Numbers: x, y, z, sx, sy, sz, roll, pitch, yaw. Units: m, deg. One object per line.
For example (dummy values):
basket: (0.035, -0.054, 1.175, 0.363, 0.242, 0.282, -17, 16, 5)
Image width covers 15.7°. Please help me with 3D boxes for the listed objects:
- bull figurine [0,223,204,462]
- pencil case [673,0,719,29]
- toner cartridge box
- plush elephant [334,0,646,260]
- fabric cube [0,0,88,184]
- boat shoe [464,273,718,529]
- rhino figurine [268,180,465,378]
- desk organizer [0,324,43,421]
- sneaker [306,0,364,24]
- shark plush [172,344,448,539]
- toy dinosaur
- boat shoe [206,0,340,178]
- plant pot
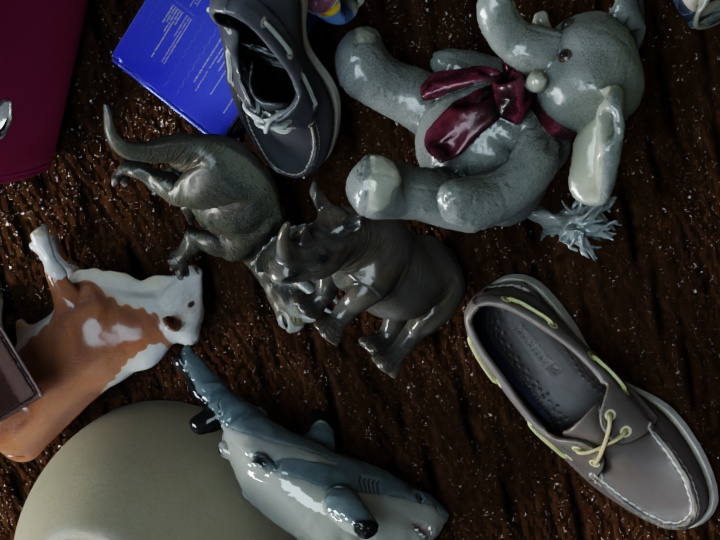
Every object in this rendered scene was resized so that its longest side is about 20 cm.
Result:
bull figurine: (-0.195, 0.043, 1.740, 0.200, 0.065, 0.121, -41, 81, 22)
pencil case: (0.148, -0.226, 1.542, 0.200, 0.089, 0.078, 38, 108, 11)
toner cartridge box: (-0.067, -0.188, 1.657, 0.095, 0.043, 0.200, 38, 111, 9)
plush elephant: (0.098, -0.102, 1.551, 0.200, 0.165, 0.155, 23, 125, -14)
fabric cube: (-0.299, -0.176, 1.667, 0.200, 0.196, 0.200, 20, 105, 17)
boat shoe: (0.140, 0.087, 1.621, 0.072, 0.060, 0.200, -43, 83, 22)
rhino figurine: (0.000, 0.000, 1.595, 0.087, 0.200, 0.060, -51, 57, 5)
desk organizer: (-0.294, 0.093, 1.728, 0.072, 0.077, 0.200, 59, 146, -1)
sneaker: (-0.047, -0.186, 1.586, 0.200, 0.075, 0.090, -16, 89, 24)
shark plush: (-0.042, 0.125, 1.693, 0.200, 0.083, 0.091, 32, 142, 18)
toy dinosaur: (-0.090, -0.050, 1.657, 0.102, 0.077, 0.200, -12, 126, 28)
boat shoe: (-0.060, -0.115, 1.581, 0.073, 0.063, 0.200, 13, 145, 17)
plant pot: (-0.150, 0.198, 1.714, 0.200, 0.134, 0.201, 4, 102, 21)
